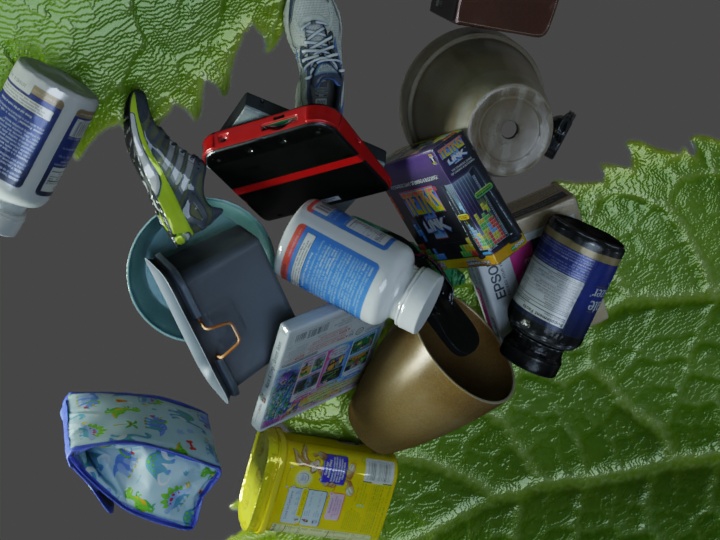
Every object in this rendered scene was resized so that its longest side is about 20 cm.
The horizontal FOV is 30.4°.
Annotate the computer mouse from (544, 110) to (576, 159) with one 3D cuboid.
[{"bbox_3d":[0.254,-0.183,1.740,0.034,0.200,0.059,29,92,5],"label":"computer mouse"}]

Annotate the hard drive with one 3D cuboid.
[{"bbox_3d":[-0.084,-0.145,1.704,0.198,0.033,0.140,20,143,-20],"label":"hard drive"}]

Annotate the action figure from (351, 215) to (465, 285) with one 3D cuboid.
[{"bbox_3d":[0.057,-0.002,1.820,0.198,0.055,0.119,11,104,-25],"label":"action figure"}]

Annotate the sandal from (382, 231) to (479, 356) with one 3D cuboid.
[{"bbox_3d":[0.093,0.022,1.747,0.200,0.045,0.075,50,48,4],"label":"sandal"}]

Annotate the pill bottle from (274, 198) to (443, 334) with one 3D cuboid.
[{"bbox_3d":[0.000,0.000,1.681,0.199,0.112,0.113,28,102,12],"label":"pill bottle"}]

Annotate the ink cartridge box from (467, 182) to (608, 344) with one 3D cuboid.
[{"bbox_3d":[0.241,0.003,1.858,0.163,0.075,0.202,-24,114,-6],"label":"ink cartridge box"}]

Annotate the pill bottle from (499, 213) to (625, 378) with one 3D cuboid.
[{"bbox_3d":[0.264,0.036,1.774,0.111,0.112,0.202,19,104,-19],"label":"pill bottle"}]

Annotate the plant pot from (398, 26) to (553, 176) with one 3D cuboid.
[{"bbox_3d":[0.167,-0.201,1.714,0.197,0.174,0.202,-5,109,-14],"label":"plant pot"}]

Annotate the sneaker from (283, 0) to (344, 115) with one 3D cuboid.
[{"bbox_3d":[-0.048,-0.266,1.683,0.076,0.085,0.202,-12,111,-10],"label":"sneaker"}]

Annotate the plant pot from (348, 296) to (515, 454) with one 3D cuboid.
[{"bbox_3d":[0.077,0.158,1.821,0.186,0.187,0.200,34,121,-22],"label":"plant pot"}]

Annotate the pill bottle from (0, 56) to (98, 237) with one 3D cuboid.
[{"bbox_3d":[-0.411,-0.148,1.617,0.110,0.111,0.201,27,100,-21],"label":"pill bottle"}]

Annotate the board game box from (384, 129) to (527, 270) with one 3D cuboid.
[{"bbox_3d":[0.110,-0.086,1.704,0.057,0.200,0.166,-36,100,-19],"label":"board game box"}]

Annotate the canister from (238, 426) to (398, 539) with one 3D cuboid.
[{"bbox_3d":[-0.059,0.308,1.882,0.198,0.087,0.150,11,106,-19],"label":"canister"}]

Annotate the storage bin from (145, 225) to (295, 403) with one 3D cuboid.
[{"bbox_3d":[-0.166,0.047,1.704,0.134,0.145,0.201,-31,114,-13],"label":"storage bin"}]

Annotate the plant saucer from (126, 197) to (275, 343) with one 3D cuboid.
[{"bbox_3d":[-0.212,-0.004,1.760,0.197,0.036,0.202,-5,110,-14],"label":"plant saucer"}]

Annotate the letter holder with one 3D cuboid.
[{"bbox_3d":[0.186,-0.411,1.686,0.140,0.101,0.202,5,107,-18],"label":"letter holder"}]

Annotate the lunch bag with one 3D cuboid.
[{"bbox_3d":[-0.299,0.238,1.750,0.198,0.170,0.128,25,101,-21],"label":"lunch bag"}]

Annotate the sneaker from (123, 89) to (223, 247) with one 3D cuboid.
[{"bbox_3d":[-0.241,-0.136,1.678,0.080,0.074,0.202,-24,99,-17],"label":"sneaker"}]

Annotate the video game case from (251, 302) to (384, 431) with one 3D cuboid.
[{"bbox_3d":[-0.048,0.113,1.764,0.199,0.024,0.183,-21,142,-41],"label":"video game case"}]

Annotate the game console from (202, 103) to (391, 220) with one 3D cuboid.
[{"bbox_3d":[-0.083,-0.133,1.671,0.198,0.031,0.177,-12,147,26],"label":"game console"}]
